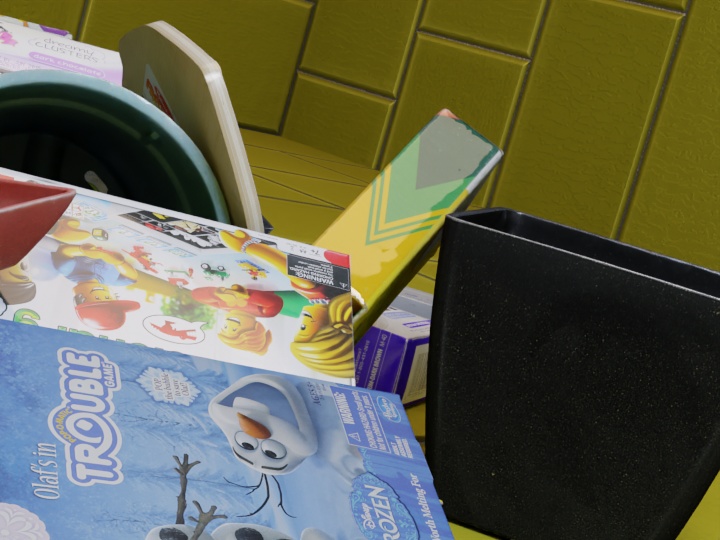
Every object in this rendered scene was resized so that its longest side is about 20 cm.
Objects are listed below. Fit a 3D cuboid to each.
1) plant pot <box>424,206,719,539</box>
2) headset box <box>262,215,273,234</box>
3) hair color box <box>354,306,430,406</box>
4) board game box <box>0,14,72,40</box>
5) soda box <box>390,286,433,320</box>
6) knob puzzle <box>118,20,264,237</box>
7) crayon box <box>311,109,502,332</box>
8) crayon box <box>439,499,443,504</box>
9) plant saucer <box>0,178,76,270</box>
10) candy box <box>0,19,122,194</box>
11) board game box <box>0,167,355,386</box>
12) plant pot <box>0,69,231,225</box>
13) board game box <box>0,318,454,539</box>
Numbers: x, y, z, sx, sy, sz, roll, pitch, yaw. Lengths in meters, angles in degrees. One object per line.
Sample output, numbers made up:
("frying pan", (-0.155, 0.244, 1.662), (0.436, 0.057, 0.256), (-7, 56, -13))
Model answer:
("plant pot", (0.141, 0.075, 0.937), (0.200, 0.178, 0.200), (17, 8, 13))
("headset box", (-0.165, -0.070, 1.392), (0.149, 0.077, 0.200), (49, -7, -9))
("hair color box", (-0.038, 0.045, 1.202), (0.200, 0.065, 0.109), (17, 8, 21))
("board game box", (-0.307, -0.101, 1.177), (0.103, 0.105, 0.200), (11, -30, -30))
("soda box", (-0.004, 0.038, 1.305), (0.200, 0.068, 0.063), (17, 8, 10))
("knob puzzle", (-0.089, -0.060, 0.889), (0.030, 0.220, 0.220), (-19, 22, -21))
("crayon box", (0.000, 0.000, 0.958), (0.051, 0.127, 0.200), (38, 50, 4))
("crayon box", (-0.075, 0.105, 0.751), (0.200, 0.051, 0.127), (10, 10, -33))
("plant saucer", (-0.263, -0.012, 0.673), (0.200, 0.037, 0.200), (9, 18, 32))
("candy box", (-0.256, -0.070, 1.043), (0.168, 0.200, 0.072), (13, 35, -17))
("board game box", (-0.101, 0.022, 0.761), (0.200, 0.035, 0.126), (14, 41, -15))
("plant pot", (-0.189, -0.012, 0.896), (0.200, 0.200, 0.196), (14, 0, -15))
("board game box", (-0.057, 0.105, 0.605), (0.199, 0.043, 0.200), (12, 28, -21))
